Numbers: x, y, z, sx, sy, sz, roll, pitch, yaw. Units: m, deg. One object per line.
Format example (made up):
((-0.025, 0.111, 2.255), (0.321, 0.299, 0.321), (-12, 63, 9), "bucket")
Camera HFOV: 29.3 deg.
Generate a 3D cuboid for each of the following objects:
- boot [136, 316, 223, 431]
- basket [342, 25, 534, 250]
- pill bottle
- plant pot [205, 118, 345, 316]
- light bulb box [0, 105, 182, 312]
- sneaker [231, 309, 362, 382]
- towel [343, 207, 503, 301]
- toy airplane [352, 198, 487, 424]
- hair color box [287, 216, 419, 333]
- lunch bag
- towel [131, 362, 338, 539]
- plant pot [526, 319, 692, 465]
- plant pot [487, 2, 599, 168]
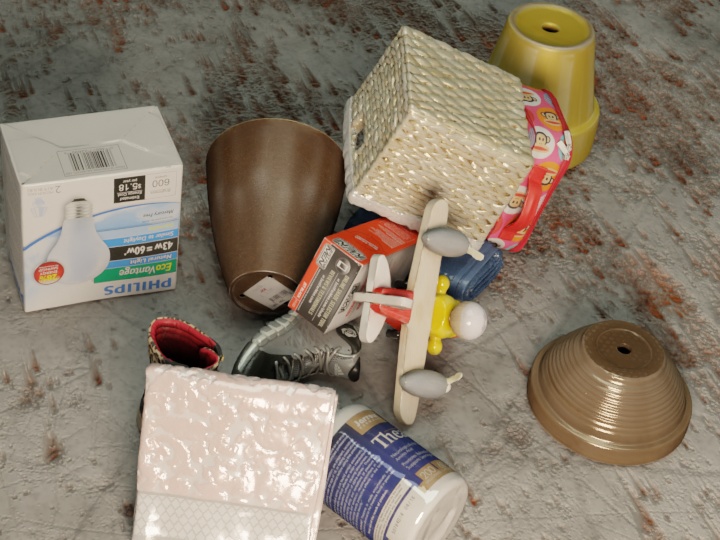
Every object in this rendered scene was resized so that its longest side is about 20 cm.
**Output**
((-0.170, 0.155, 1.467), (0.073, 0.152, 0.200), (-21, 47, -33), "boot")
((0.098, -0.165, 1.731), (0.198, 0.161, 0.200), (22, 39, -21), "basket")
((0.008, 0.214, 1.464), (0.199, 0.112, 0.111), (33, 46, 26), "pill bottle")
((-0.110, -0.052, 1.718), (0.184, 0.188, 0.202), (5, 53, -5), "plant pot")
((-0.326, -0.074, 1.667), (0.196, 0.202, 0.125), (-9, 45, -20), "light bulb box")
((-0.060, 0.105, 1.608), (0.115, 0.076, 0.200), (29, 43, 19), "sneaker")
((0.081, -0.029, 1.806), (0.198, 0.049, 0.112), (29, 44, 21), "towel")
((0.077, 0.047, 1.601), (0.139, 0.202, 0.200), (9, 39, 19), "toy airplane")
((0.000, 0.000, 1.660), (0.061, 0.102, 0.200), (36, 22, 14), "hair color box")
((0.204, -0.130, 1.824), (0.081, 0.201, 0.177), (10, 38, -21), "lunch bag")
((-0.132, 0.201, 1.408), (0.197, 0.194, 0.032), (8, 6, 0), "towel")
((0.304, 0.126, 1.635), (0.198, 0.094, 0.202), (6, 40, -5), "plant pot")
((0.262, -0.278, 2.017), (0.198, 0.191, 0.202), (5, 39, -4), "plant pot")
